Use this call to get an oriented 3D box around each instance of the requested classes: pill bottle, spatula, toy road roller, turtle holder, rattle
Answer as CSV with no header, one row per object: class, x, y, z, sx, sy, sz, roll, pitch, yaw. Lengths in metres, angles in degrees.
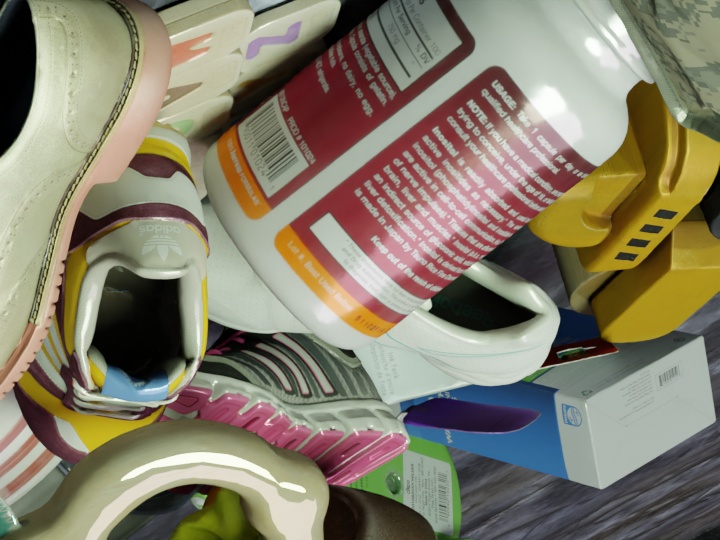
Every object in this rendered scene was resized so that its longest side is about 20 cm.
pill bottle,0.040,-0.066,1.072,0.200,0.113,0.113,-37,163,13
spatula,-0.004,0.089,1.336,0.199,0.021,0.057,-12,-174,23
toy road roller,0.124,-0.053,1.281,0.146,0.123,0.200,-3,154,-25
turtle holder,-0.023,0.155,1.637,0.131,0.141,0.185,-19,-177,39
rattle,-0.122,0.102,1.089,0.199,0.143,0.131,-1,128,-17

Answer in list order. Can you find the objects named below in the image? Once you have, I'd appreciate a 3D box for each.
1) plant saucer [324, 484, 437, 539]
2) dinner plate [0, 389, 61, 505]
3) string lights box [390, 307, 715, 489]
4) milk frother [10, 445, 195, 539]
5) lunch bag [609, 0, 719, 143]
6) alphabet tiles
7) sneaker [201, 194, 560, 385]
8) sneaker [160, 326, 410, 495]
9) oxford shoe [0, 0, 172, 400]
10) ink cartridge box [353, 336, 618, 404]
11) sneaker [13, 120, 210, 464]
plant saucer,-0.057,0.163,1.178,0.200,0.035,0.200,-26,-158,11
dinner plate,-0.205,0.056,1.108,0.200,0.024,0.201,-21,140,-19
string lights box,0.103,0.067,1.506,0.103,0.059,0.200,-25,-157,-34
milk frother,-0.183,0.154,1.246,0.180,0.200,0.188,-2,150,-50
lunch bag,0.167,-0.153,0.948,0.164,0.117,0.200,-47,135,-9
alphabet tiles,-0.100,-0.055,1.067,0.195,0.015,0.200,-23,164,-17
sneaker,0.000,0.000,1.174,0.200,0.071,0.080,13,168,-4
sneaker,-0.060,0.056,1.231,0.074,0.088,0.200,-43,150,26
oxford shoe,-0.148,-0.020,0.933,0.074,0.071,0.200,13,108,-51
ink cartridge box,0.036,0.043,1.390,0.199,0.057,0.163,-17,-179,3
sneaker,-0.106,0.034,1.051,0.075,0.090,0.200,-2,138,-13
